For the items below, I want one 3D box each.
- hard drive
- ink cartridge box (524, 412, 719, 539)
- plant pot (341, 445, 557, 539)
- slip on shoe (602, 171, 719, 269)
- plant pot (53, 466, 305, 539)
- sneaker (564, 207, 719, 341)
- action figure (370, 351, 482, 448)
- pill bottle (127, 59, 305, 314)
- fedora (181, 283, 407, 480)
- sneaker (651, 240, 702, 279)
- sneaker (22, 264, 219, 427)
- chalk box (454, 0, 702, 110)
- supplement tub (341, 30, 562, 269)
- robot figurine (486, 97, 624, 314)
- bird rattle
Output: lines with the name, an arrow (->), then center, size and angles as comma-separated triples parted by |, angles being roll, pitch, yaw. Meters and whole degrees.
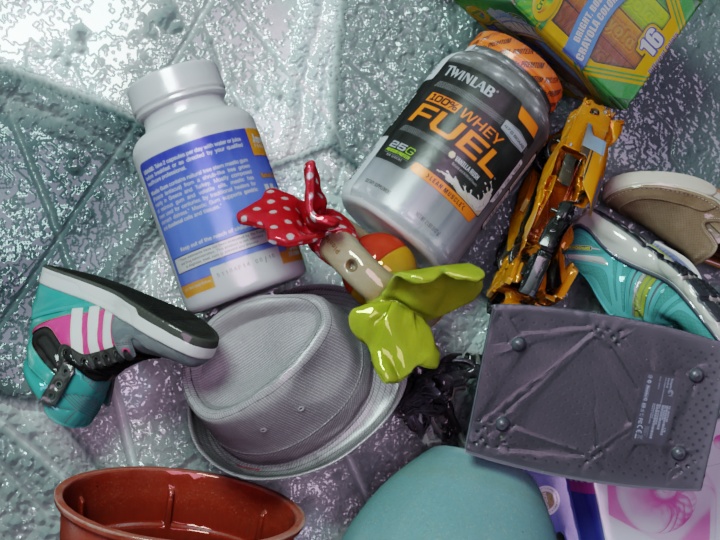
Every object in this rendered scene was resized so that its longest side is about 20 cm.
hard drive -> 0.188, 0.100, 0.810 | 0.199, 0.042, 0.136 | 10, 96, -5
ink cartridge box -> 0.254, 0.243, 0.886 | 0.199, 0.043, 0.198 | -12, 88, -9
plant pot -> 0.085, 0.227, 0.843 | 0.199, 0.200, 0.135 | 22, 72, -6
slip on shoe -> 0.321, -0.037, 0.948 | 0.199, 0.076, 0.061 | 19, 67, -14
plant pot -> -0.156, 0.281, 0.807 | 0.199, 0.201, 0.197 | 8, 93, -8
sneaker -> 0.258, 0.024, 0.894 | 0.077, 0.200, 0.080 | 15, 112, -48
action figure -> 0.106, 0.115, 0.888 | 0.199, 0.119, 0.103 | -16, 84, -15
pill bottle -> -0.129, -0.073, 0.865 | 0.111, 0.112, 0.201 | -19, 89, -9
fedora -> -0.069, 0.077, 0.835 | 0.199, 0.090, 0.178 | -24, 56, 7
sneaker -> 0.325, 0.074, 0.941 | 0.081, 0.115, 0.200 | -42, 62, 0
sneaker -> -0.209, 0.076, 0.828 | 0.199, 0.083, 0.121 | 18, 92, 36
chalk box -> 0.172, -0.254, 0.877 | 0.200, 0.124, 0.125 | 34, 93, -28
supplement tub -> 0.085, -0.106, 0.894 | 0.122, 0.123, 0.200 | 37, 82, -4
robot figurine -> 0.170, -0.046, 0.896 | 0.058, 0.145, 0.201 | 22, 75, -4
bird rattle -> 0.000, 0.000, 0.821 | 0.200, 0.163, 0.113 | 35, 94, 17
